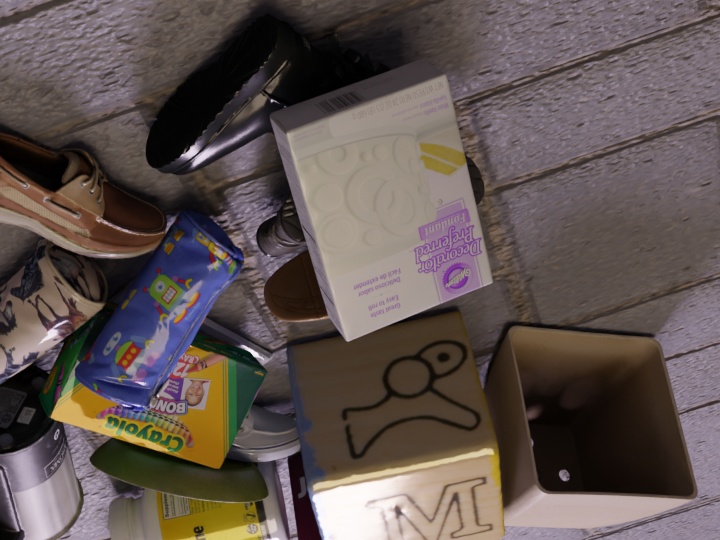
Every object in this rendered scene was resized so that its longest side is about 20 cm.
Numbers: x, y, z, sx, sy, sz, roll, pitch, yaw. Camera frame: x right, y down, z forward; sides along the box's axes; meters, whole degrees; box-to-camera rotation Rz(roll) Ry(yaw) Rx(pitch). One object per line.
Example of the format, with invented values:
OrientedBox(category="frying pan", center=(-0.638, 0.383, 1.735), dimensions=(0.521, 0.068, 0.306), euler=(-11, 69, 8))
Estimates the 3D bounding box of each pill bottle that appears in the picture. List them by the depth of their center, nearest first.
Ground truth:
OrientedBox(category="pill bottle", center=(-0.190, 0.294, 1.538), dimensions=(0.199, 0.113, 0.113), euler=(-12, 139, -1))

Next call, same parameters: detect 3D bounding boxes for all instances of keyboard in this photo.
OrientedBox(category="keyboard", center=(-0.179, 0.066, 1.370), dimensions=(0.056, 0.011, 0.200), euler=(-32, 135, 28))

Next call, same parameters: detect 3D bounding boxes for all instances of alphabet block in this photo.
OrientedBox(category="alphabet block", center=(0.039, 0.189, 1.423), dimensions=(0.199, 0.196, 0.197), euler=(-11, 140, -1))

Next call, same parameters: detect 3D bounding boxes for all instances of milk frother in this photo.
OrientedBox(category="milk frother", center=(-0.416, 0.200, 1.383), dimensions=(0.199, 0.181, 0.189), euler=(27, 142, 21))

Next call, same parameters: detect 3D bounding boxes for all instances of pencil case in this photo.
OrientedBox(category="pencil case", center=(-0.186, 0.042, 1.226), dimensions=(0.200, 0.087, 0.078), euler=(-56, 166, 4))
OrientedBox(category="pencil case", center=(-0.333, 0.046, 1.257), dimensions=(0.200, 0.090, 0.078), euler=(-35, 162, 24))

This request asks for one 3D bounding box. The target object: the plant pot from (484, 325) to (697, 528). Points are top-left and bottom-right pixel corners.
OrientedBox(category="plant pot", center=(0.238, 0.200, 1.498), dimensions=(0.199, 0.201, 0.177), euler=(5, 147, -19))

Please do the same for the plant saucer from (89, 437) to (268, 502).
OrientedBox(category="plant saucer", center=(-0.195, 0.211, 1.425), dimensions=(0.199, 0.200, 0.031), euler=(12, 91, -26))

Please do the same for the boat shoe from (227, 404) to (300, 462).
OrientedBox(category="boat shoe", center=(-0.149, 0.163, 1.433), dimensions=(0.199, 0.074, 0.067), euler=(6, 116, -27))

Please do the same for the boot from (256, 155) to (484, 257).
OrientedBox(category="boot", center=(0.005, -0.063, 1.212), dimensions=(0.199, 0.070, 0.132), euler=(-10, 176, -15))

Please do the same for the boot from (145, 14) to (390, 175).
OrientedBox(category="boot", center=(-0.070, -0.129, 1.141), dimensions=(0.162, 0.074, 0.198), euler=(23, 129, -41))

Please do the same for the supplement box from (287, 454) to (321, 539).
OrientedBox(category="supplement box", center=(-0.001, 0.310, 1.537), dimensions=(0.130, 0.201, 0.103), euler=(-19, 138, 7))

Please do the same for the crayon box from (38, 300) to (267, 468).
OrientedBox(category="crayon box", center=(-0.210, 0.115, 1.326), dimensions=(0.199, 0.058, 0.119), euler=(22, 99, -30))

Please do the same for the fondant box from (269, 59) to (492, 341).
OrientedBox(category="fondant box", center=(0.021, -0.059, 1.104), dimensions=(0.144, 0.058, 0.201), euler=(-21, 118, -11))

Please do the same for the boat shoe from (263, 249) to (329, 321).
OrientedBox(category="boat shoe", center=(0.000, 0.000, 1.290), dimensions=(0.199, 0.072, 0.072), euler=(-26, 172, -7))

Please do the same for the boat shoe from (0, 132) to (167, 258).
OrientedBox(category="boat shoe", center=(-0.258, -0.068, 1.154), dimensions=(0.199, 0.076, 0.072), euler=(16, 129, -31))
